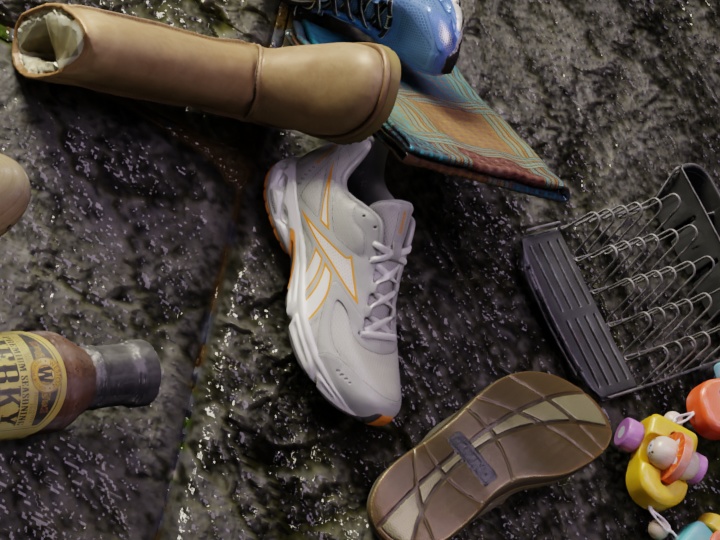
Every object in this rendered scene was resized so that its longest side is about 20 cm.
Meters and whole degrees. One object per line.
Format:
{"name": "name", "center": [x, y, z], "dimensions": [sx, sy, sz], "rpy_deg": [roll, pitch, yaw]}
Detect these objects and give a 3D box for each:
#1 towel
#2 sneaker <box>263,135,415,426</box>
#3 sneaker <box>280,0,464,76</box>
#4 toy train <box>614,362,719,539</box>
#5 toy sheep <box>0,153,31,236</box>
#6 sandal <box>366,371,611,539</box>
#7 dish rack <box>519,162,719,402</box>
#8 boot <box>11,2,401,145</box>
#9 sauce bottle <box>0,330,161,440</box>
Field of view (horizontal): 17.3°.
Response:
{"name": "towel", "center": [0.047, -0.113, 1.644], "dimensions": [0.146, 0.022, 0.200], "rpy_deg": [11, 24, -33]}
{"name": "sneaker", "center": [0.000, 0.000, 1.546], "dimensions": [0.075, 0.092, 0.202], "rpy_deg": [14, 54, -53]}
{"name": "sneaker", "center": [-0.011, -0.197, 1.670], "dimensions": [0.200, 0.079, 0.089], "rpy_deg": [39, 45, 22]}
{"name": "toy train", "center": [0.259, 0.154, 1.663], "dimensions": [0.149, 0.056, 0.202], "rpy_deg": [1, 68, -28]}
{"name": "toy sheep", "center": [-0.285, -0.058, 1.344], "dimensions": [0.198, 0.138, 0.139], "rpy_deg": [11, 55, -15]}
{"name": "sandal", "center": [0.079, 0.130, 1.568], "dimensions": [0.199, 0.054, 0.081], "rpy_deg": [-29, 76, -31]}
{"name": "dish rack", "center": [0.211, 0.012, 1.742], "dimensions": [0.199, 0.055, 0.154], "rpy_deg": [-14, 71, -42]}
{"name": "boot", "center": [-0.099, -0.128, 1.521], "dimensions": [0.199, 0.174, 0.067], "rpy_deg": [10, 82, -36]}
{"name": "sauce bottle", "center": [-0.207, 0.066, 1.369], "dimensions": [0.199, 0.065, 0.065], "rpy_deg": [-6, 66, -40]}
